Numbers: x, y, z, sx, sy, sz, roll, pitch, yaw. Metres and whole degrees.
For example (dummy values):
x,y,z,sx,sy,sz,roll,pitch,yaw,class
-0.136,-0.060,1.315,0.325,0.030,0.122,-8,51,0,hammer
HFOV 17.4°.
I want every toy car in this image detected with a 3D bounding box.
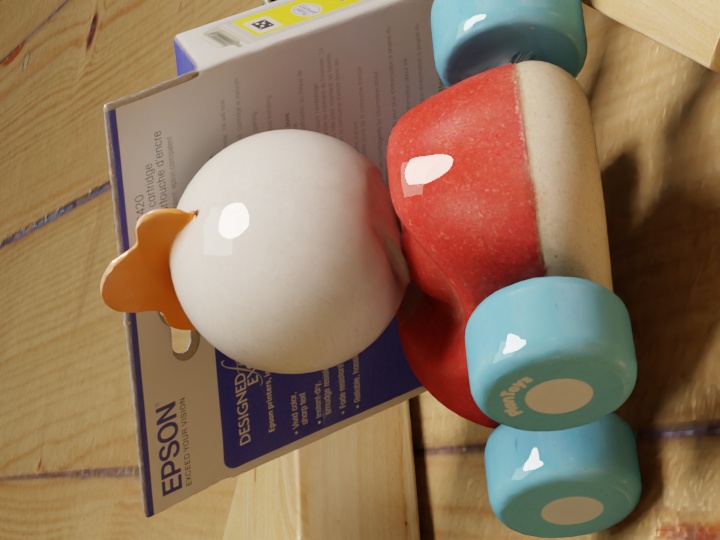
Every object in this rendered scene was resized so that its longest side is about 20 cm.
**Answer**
x,y,z,sx,sy,sz,roll,pitch,yaw,class
0.000,0.000,0.929,0.177,0.200,0.185,77,-173,-57,toy car

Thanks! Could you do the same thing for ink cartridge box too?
x,y,z,sx,sy,sz,roll,pitch,yaw,class
-0.026,-0.019,1.007,0.047,0.200,0.198,34,135,46,ink cartridge box

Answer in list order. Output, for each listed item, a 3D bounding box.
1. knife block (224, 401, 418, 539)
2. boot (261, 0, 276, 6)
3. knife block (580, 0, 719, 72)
x,y,z,sx,sy,sz,roll,pitch,yaw,class
-0.009,0.123,1.126,0.176,0.064,0.200,-171,95,-71,knife block
-0.006,-0.100,1.131,0.182,0.073,0.200,64,173,-2,boot
0.125,-0.116,0.930,0.176,0.064,0.200,129,149,-53,knife block
